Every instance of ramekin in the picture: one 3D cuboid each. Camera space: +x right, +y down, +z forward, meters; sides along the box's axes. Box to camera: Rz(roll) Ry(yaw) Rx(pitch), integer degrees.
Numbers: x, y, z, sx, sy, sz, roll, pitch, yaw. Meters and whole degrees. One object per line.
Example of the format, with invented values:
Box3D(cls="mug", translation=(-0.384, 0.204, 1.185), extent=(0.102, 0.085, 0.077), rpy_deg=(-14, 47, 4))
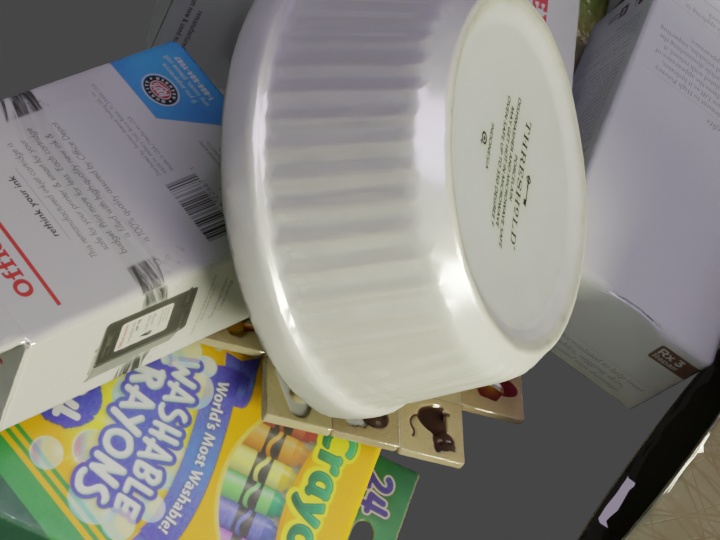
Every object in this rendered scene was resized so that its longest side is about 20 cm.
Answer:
Box3D(cls="ramekin", translation=(0.027, -0.039, 0.922), extent=(0.202, 0.094, 0.204), rpy_deg=(17, 71, -62))

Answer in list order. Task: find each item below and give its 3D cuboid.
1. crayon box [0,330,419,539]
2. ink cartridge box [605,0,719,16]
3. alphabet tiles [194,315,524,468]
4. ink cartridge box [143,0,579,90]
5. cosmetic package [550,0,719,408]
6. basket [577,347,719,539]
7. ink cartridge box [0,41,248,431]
Box3D(cls="crayon box", translation=(-0.071, 0.096, 0.967), extent=(0.199, 0.052, 0.126), rpy_deg=(26, 62, -9))
Box3D(cls="ink cartridge box", translation=(0.248, -0.197, 1.215), extent=(0.199, 0.047, 0.199), rpy_deg=(20, 62, -14))
Box3D(cls="alphabet tiles", translation=(0.000, 0.000, 1.026), extent=(0.165, 0.006, 0.201), rpy_deg=(15, 48, -19))
Box3D(cls="ink cartridge box", translation=(0.007, -0.150, 1.073), extent=(0.199, 0.084, 0.146), rpy_deg=(17, 57, -13))
Box3D(cls="cosmetic package", translation=(0.145, -0.043, 1.077), extent=(0.101, 0.074, 0.201), rpy_deg=(35, 55, -13))
Box3D(cls="basket", translation=(0.221, 0.141, 0.991), extent=(0.200, 0.136, 0.181), rpy_deg=(36, 100, 1))
Box3D(cls="ink cartridge box", translation=(-0.132, -0.012, 0.919), extent=(0.199, 0.067, 0.116), rpy_deg=(-24, 65, -36))
